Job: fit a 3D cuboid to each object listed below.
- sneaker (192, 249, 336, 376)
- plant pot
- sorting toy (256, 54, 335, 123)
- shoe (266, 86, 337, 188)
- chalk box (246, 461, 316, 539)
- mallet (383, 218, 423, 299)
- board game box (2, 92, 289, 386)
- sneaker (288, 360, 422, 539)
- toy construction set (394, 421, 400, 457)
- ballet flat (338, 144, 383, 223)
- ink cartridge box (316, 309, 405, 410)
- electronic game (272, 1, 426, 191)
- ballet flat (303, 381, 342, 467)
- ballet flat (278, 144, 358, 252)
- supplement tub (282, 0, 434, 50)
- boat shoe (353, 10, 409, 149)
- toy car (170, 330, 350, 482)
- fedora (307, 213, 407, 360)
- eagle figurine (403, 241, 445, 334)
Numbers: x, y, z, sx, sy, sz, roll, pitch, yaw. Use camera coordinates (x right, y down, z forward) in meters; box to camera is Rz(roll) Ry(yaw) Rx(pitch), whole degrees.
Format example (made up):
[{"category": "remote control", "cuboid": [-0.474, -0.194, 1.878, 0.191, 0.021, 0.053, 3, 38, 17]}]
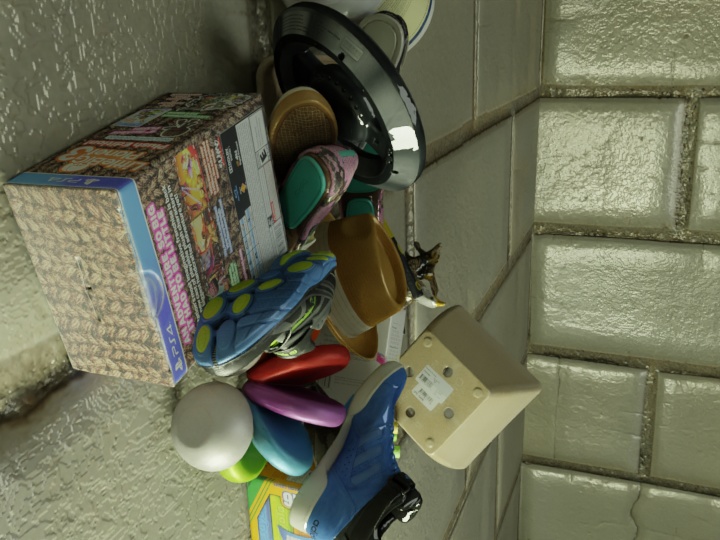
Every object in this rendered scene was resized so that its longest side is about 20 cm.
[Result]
[{"category": "sneaker", "cuboid": [-0.065, 0.041, 0.602, 0.200, 0.071, 0.083, -40, 127, -65]}, {"category": "plant pot", "cuboid": [0.132, 0.186, 1.148, 0.200, 0.200, 0.177, -49, 159, 12]}, {"category": "sorting toy", "cuboid": [-0.075, -0.149, 0.855, 0.185, 0.036, 0.200, -36, 133, -63]}, {"category": "shoe", "cuboid": [-0.063, -0.119, 0.702, 0.200, 0.070, 0.053, 102, -33, -69]}, {"category": "chalk box", "cuboid": [-0.052, 0.312, 0.899, 0.125, 0.124, 0.200, -42, 133, -59]}, {"category": "mallet", "cuboid": [0.035, -0.051, 1.036, 0.066, 0.041, 0.200, -11, 76, -62]}, {"category": "board game box", "cuboid": [-0.153, -0.036, 0.588, 0.200, 0.097, 0.160, -54, 144, -52]}, {"category": "sneaker", "cuboid": [0.025, 0.194, 0.746, 0.200, 0.111, 0.077, -55, 157, -27]}, {"category": "toy construction set", "cuboid": [0.013, 0.318, 1.112, 0.131, 0.092, 0.200, 119, -12, -82]}, {"category": "ballet flat", "cuboid": [0.002, -0.111, 0.931, 0.071, 0.069, 0.200, -86, 176, -47]}, {"category": "ink cartridge box", "cuboid": [-0.008, 0.100, 0.969, 0.068, 0.115, 0.200, 27, 70, -68]}, {"category": "electronic game", "cuboid": [-0.014, -0.160, 0.695, 0.042, 0.200, 0.200, -41, 141, -19]}, {"category": "ballet flat", "cuboid": [-0.041, 0.188, 0.844, 0.067, 0.200, 0.046, -30, 137, -17]}, {"category": "ballet flat", "cuboid": [-0.062, -0.052, 0.711, 0.071, 0.200, 0.069, -20, 72, -45]}, {"category": "supplement tub", "cuboid": [-0.009, -0.328, 0.819, 0.200, 0.145, 0.145, 4, 92, -69]}, {"category": "boat shoe", "cuboid": [-0.007, -0.187, 0.797, 0.200, 0.074, 0.060, -64, 174, 28]}, {"category": "toy car", "cuboid": [-0.083, 0.116, 0.733, 0.175, 0.150, 0.200, 26, 71, -68]}, {"category": "fedora", "cuboid": [0.000, 0.000, 0.847, 0.201, 0.082, 0.201, 56, 20, -32]}, {"category": "eagle figurine", "cuboid": [0.056, 0.039, 1.114, 0.200, 0.151, 0.152, -44, 109, -31]}]
